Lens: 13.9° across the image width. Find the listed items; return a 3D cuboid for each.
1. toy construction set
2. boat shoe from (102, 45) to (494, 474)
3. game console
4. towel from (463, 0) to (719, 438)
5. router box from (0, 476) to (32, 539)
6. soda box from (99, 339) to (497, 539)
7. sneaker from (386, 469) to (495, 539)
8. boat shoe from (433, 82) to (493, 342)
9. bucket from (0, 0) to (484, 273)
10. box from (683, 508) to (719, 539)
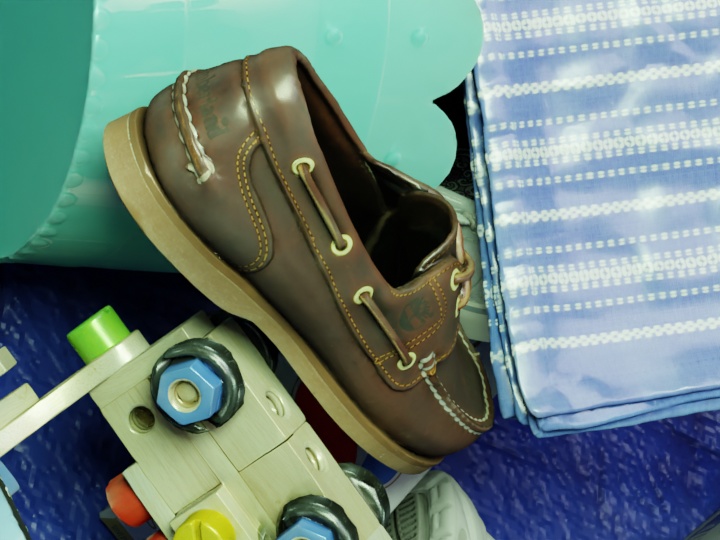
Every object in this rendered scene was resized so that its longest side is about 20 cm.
[{"bbox_3d":[-0.065,0.089,0.949,0.200,0.131,0.092,48,24,-16],"label":"toy construction set"},{"bbox_3d":[0.000,0.000,0.933,0.200,0.070,0.070,44,22,-50],"label":"boat shoe"},{"bbox_3d":[0.102,-0.078,1.103,0.118,0.200,0.171,-37,95,-6],"label":"game console"},{"bbox_3d":[0.106,-0.051,0.991,0.145,0.024,0.200,-8,91,-12],"label":"towel"},{"bbox_3d":[-0.171,0.124,0.781,0.200,0.062,0.150,-24,59,-13],"label":"router box"},{"bbox_3d":[-0.003,0.047,1.072,0.068,0.064,0.200,50,48,-6],"label":"soda box"},{"bbox_3d":[0.041,0.163,1.023,0.099,0.078,0.200,38,36,-25],"label":"sneaker"},{"bbox_3d":[0.016,-0.058,1.072,0.070,0.072,0.201,-19,45,-23],"label":"boat shoe"},{"bbox_3d":[-0.065,-0.092,1.003,0.135,0.207,0.207,-1,70,-29],"label":"bucket"},{"bbox_3d":[0.210,0.164,1.151,0.200,0.105,0.184,-33,90,-41],"label":"box"}]
